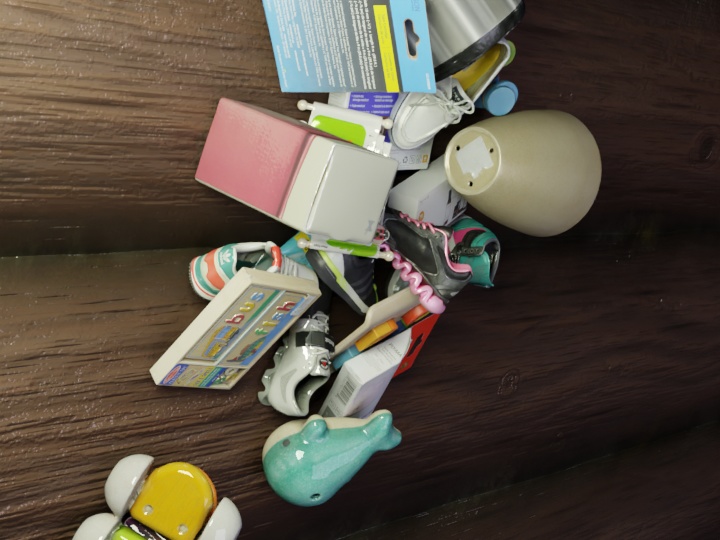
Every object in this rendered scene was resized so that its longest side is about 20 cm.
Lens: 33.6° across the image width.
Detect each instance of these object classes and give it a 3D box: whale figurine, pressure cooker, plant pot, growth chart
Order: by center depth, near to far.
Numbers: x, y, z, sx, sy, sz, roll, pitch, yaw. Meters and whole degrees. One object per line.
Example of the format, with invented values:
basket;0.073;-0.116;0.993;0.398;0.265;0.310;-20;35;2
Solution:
pressure cooker;0.086;-0.351;1.463;0.200;0.176;0.179;52;41;-13
growth chart;-0.025;-0.115;1.519;0.144;0.018;0.201;3;86;-9
whale figurine;-0.038;0.265;1.678;0.199;0.104;0.159;-18;137;4
plant pot;0.210;-0.147;1.679;0.200;0.187;0.188;3;107;-52

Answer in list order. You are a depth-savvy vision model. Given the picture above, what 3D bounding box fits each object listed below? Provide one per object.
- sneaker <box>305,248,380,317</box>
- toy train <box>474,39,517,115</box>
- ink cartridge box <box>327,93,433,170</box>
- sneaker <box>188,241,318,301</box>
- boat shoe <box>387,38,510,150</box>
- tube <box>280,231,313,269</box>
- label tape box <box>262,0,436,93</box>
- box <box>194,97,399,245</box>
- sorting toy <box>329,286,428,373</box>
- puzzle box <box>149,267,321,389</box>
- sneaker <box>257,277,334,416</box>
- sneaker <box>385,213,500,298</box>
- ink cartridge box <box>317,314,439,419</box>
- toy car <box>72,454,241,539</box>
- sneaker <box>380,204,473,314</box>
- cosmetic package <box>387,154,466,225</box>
sneaker;0.000;0.000;1.609;0.083;0.072;0.200;-39;153;5
toy train;0.174;-0.320;1.646;0.084;0.116;0.201;-11;120;-20
ink cartridge box;0.038;-0.233;1.608;0.198;0.043;0.201;-7;117;-47
sneaker;-0.113;0.006;1.498;0.199;0.093;0.071;10;64;-43
boat shoe;0.122;-0.230;1.563;0.202;0.086;0.075;-42;116;4
tube;-0.042;-0.054;1.617;0.200;0.050;0.078;-43;127;-16
label tape box;-0.006;-0.286;1.403;0.063;0.199;0.145;-65;152;-48
box;-0.077;-0.118;1.412;0.128;0.200;0.109;9;103;-52
sorting toy;0.036;0.082;1.700;0.185;0.037;0.200;-26;166;-38
puzzle box;-0.156;0.077;1.491;0.133;0.025;0.200;11;130;-50
sneaker;-0.064;0.107;1.638;0.074;0.088;0.201;15;95;-50
sneaker;0.140;0.000;1.788;0.200;0.121;0.084;-42;136;-25
ink cartridge box;0.038;0.155;1.752;0.200;0.057;0.163;-21;152;-34
toy car;-0.254;0.336;1.509;0.200;0.175;0.150;-61;178;-6
sneaker;0.074;-0.042;1.584;0.095;0.079;0.200;-37;101;13
cosmetic package;0.099;-0.099;1.699;0.200;0.050;0.083;-38;136;-56
